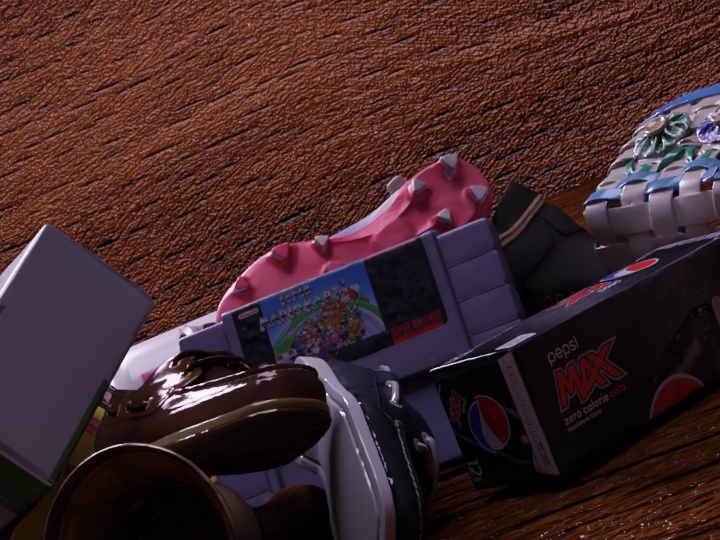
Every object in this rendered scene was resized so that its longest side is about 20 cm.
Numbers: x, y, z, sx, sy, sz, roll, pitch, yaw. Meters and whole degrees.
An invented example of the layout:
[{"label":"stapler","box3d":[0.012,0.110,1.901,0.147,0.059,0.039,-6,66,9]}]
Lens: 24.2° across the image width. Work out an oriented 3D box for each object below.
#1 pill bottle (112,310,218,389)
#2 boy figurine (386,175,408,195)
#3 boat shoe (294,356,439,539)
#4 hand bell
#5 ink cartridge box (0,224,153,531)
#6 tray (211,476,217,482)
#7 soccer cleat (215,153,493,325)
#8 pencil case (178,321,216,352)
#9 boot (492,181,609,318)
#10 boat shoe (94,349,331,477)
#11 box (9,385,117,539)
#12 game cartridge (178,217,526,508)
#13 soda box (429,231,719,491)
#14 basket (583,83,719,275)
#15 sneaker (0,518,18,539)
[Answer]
[{"label":"pill bottle","box3d":[-0.128,0.099,1.331,0.199,0.114,0.113,-23,3,-9]},{"label":"boy figurine","box3d":[0.061,-0.014,1.208,0.064,0.125,0.200,-37,-10,9]},{"label":"boat shoe","box3d":[0.009,0.089,0.835,0.060,0.076,0.200,3,20,-14]},{"label":"hand bell","box3d":[-0.056,0.129,0.831,0.104,0.105,0.200,-21,-9,24]},{"label":"ink cartridge box","box3d":[-0.224,0.087,0.997,0.200,0.084,0.146,-39,20,45]},{"label":"tray","box3d":[-0.089,0.139,1.104,0.098,0.037,0.200,-23,2,-13]},{"label":"soccer cleat","box3d":[0.000,0.000,1.051,0.200,0.067,0.077,-34,-23,-16]},{"label":"pencil case","box3d":[-0.038,0.066,1.240,0.199,0.078,0.089,-9,8,-22]},{"label":"boot","box3d":[0.128,0.028,1.038,0.200,0.138,0.078,-58,-9,-48]},{"label":"boat shoe","box3d":[-0.085,0.072,0.864,0.072,0.068,0.200,8,-20,-32]},{"label":"box","box3d":[-0.158,0.128,1.023,0.050,0.075,0.200,-53,9,9]},{"label":"game cartridge","box3d":[0.001,0.061,0.955,0.199,0.130,0.038,-22,-12,13]},{"label":"soda box","box3d":[0.132,0.043,0.873,0.200,0.071,0.063,-25,3,-40]},{"label":"basket","box3d":[0.248,-0.051,1.013,0.200,0.140,0.176,-30,14,-39]},{"label":"sneaker","box3d":[-0.195,0.166,1.085,0.080,0.077,0.200,22,5,-20]}]
